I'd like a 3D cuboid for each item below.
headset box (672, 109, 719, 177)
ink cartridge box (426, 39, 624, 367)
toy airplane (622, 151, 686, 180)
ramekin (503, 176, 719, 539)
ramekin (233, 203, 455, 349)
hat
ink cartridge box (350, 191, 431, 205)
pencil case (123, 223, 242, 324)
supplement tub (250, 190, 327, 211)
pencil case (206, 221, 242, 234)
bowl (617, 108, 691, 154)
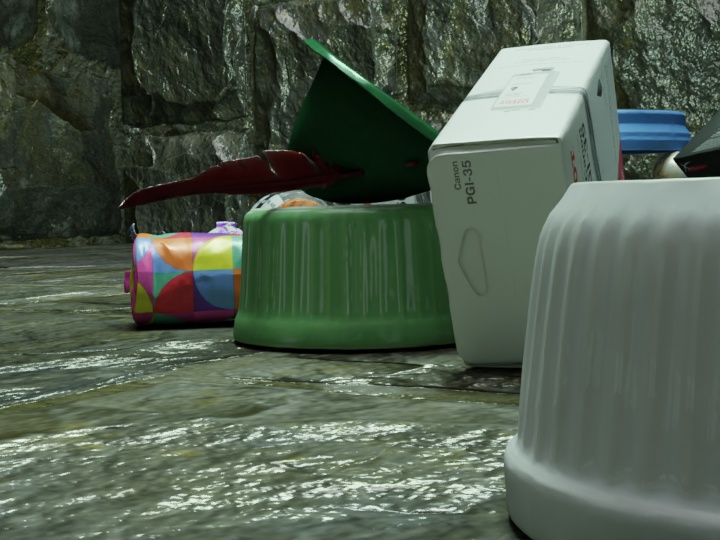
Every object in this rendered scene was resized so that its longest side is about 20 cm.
[{"bbox_3d":[0.367,-0.046,0.973,0.077,0.200,0.149,-42,8,-9],"label":"headset box"},{"bbox_3d":[0.115,-0.048,0.782,0.082,0.148,0.200,-2,25,21],"label":"ink cartridge box"},{"bbox_3d":[0.300,-0.041,1.153,0.197,0.143,0.199,12,13,11],"label":"toy airplane"},{"bbox_3d":[0.143,0.024,0.376,0.197,0.107,0.200,-2,3,0],"label":"ramekin"},{"bbox_3d":[0.000,0.000,0.924,0.197,0.099,0.200,-1,3,0],"label":"ramekin"},{"bbox_3d":[-0.028,-0.056,0.902,0.199,0.177,0.166,37,6,7],"label":"hat"},{"bbox_3d":[0.092,-0.043,1.274,0.197,0.147,0.084,-1,3,17],"label":"ink cartridge box"},{"bbox_3d":[-0.109,0.005,1.065,0.197,0.090,0.088,0,3,-8],"label":"pencil case"},{"bbox_3d":[-0.100,-0.054,1.753,0.121,0.125,0.200,-2,2,-11],"label":"supplement tub"},{"bbox_3d":[-0.110,-0.005,1.206,0.083,0.087,0.199,10,0,-23],"label":"pencil case"},{"bbox_3d":[0.226,-0.135,1.202,0.197,0.040,0.201,-1,4,0],"label":"bowl"}]
